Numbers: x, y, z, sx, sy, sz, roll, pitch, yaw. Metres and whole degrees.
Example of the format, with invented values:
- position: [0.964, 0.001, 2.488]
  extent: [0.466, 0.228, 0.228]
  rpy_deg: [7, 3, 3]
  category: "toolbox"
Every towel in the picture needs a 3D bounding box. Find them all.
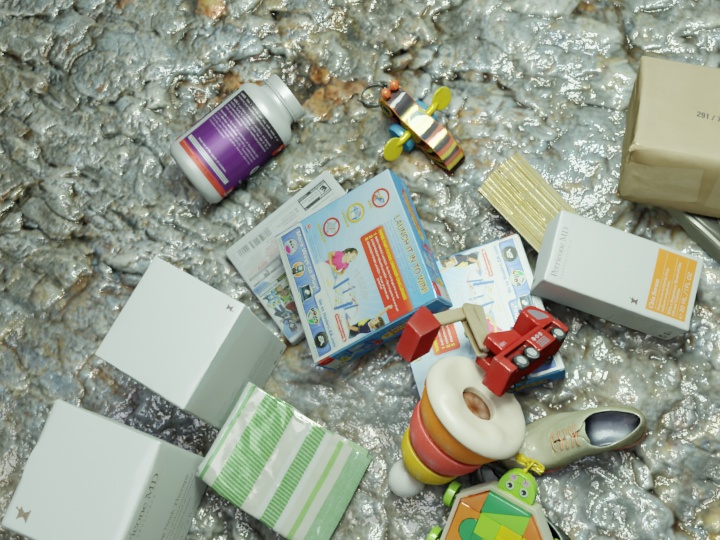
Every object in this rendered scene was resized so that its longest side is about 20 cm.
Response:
- position: [-0.102, 0.262, 1.245]
  extent: [0.198, 0.023, 0.154]
  rpy_deg: [31, 80, 0]
  category: "towel"

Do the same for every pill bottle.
- position: [-0.183, -0.202, 1.407]
  extent: [0.199, 0.113, 0.113]
  rpy_deg: [-39, 68, -3]
  category: "pill bottle"

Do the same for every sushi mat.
- position: [0.255, -0.068, 1.279]
  extent: [0.095, 0.012, 0.200]
  rpy_deg: [-39, 81, -24]
  category: "sushi mat"

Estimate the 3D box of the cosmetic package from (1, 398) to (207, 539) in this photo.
- position: [-0.321, 0.290, 1.218]
  extent: [0.164, 0.200, 0.170]
  rpy_deg: [17, 76, 17]
  category: "cosmetic package"

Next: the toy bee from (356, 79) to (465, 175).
- position: [0.063, -0.222, 1.363]
  extent: [0.197, 0.109, 0.133]
  rpy_deg: [20, 78, 18]
  category: "toy bee"

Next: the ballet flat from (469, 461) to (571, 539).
- position: [0.206, 0.322, 1.166]
  extent: [0.066, 0.057, 0.200]
  rpy_deg: [-42, 72, -3]
  category: "ballet flat"

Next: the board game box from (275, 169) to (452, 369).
- position: [0.000, 0.000, 1.266]
  extent: [0.194, 0.056, 0.203]
  rpy_deg: [-28, 65, 19]
  category: "board game box"

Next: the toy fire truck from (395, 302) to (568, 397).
- position: [0.154, 0.083, 1.151]
  extent: [0.141, 0.049, 0.199]
  rpy_deg: [39, 41, 23]
  category: "toy fire truck"

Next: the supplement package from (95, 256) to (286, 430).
- position: [-0.221, 0.108, 1.259]
  extent: [0.149, 0.200, 0.153]
  rpy_deg: [27, 78, 19]
  category: "supplement package"

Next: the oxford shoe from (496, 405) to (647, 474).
- position: [0.264, 0.208, 1.183]
  extent: [0.197, 0.074, 0.072]
  rpy_deg: [-20, 70, 9]
  category: "oxford shoe"

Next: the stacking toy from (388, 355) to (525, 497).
- position: [0.100, 0.219, 1.178]
  extent: [0.147, 0.145, 0.201]
  rpy_deg: [54, 127, 23]
  category: "stacking toy"

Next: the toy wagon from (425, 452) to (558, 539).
- position: [0.168, 0.320, 1.144]
  extent: [0.154, 0.039, 0.203]
  rpy_deg: [26, 108, 20]
  category: "toy wagon"

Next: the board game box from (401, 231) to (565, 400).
- position: [0.154, 0.076, 1.265]
  extent: [0.193, 0.056, 0.203]
  rpy_deg: [-18, 68, 6]
  category: "board game box"

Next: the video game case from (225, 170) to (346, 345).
- position: [-0.073, -0.022, 1.369]
  extent: [0.199, 0.022, 0.183]
  rpy_deg: [-38, 67, -3]
  category: "video game case"

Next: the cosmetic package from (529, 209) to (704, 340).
- position: [0.332, 0.007, 1.212]
  extent: [0.197, 0.071, 0.103]
  rpy_deg: [18, 75, -1]
  category: "cosmetic package"

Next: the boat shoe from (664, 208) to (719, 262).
- position: [0.445, -0.090, 1.254]
  extent: [0.057, 0.067, 0.200]
  rpy_deg: [-41, 64, 1]
  category: "boat shoe"

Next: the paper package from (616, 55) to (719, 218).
- position: [0.448, -0.173, 1.221]
  extent: [0.197, 0.104, 0.193]
  rpy_deg: [12, 53, 9]
  category: "paper package"
